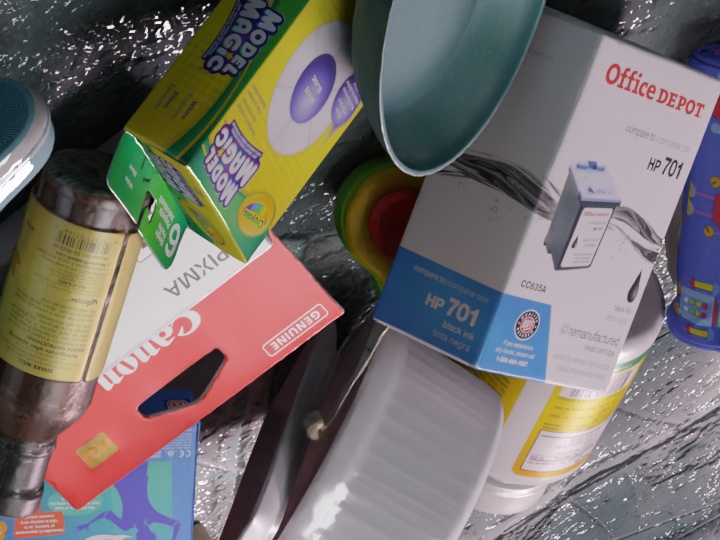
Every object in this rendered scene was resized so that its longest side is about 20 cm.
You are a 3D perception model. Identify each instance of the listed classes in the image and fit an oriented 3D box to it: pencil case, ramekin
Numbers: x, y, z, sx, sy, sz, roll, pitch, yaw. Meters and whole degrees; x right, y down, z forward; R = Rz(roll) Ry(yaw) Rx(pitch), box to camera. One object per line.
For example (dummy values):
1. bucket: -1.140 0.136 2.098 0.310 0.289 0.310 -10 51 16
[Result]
1. pencil case: 0.236 -0.050 1.752 0.078 0.087 0.201 5 112 6
2. ramekin: 0.006 0.134 1.740 0.201 0.097 0.201 -60 -173 12

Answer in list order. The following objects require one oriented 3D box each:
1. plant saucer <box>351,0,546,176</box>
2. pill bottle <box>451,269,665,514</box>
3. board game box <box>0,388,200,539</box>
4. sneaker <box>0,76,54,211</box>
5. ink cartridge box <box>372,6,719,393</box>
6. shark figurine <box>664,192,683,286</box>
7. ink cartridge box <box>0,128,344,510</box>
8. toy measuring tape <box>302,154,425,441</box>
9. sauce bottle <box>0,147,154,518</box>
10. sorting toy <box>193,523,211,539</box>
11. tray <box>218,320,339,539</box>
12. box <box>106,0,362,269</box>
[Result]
1. plant saucer: 0.045 -0.149 1.443 0.200 0.036 0.201 -47 149 -41
2. pill bottle: 0.116 0.070 1.851 0.112 0.113 0.200 -14 146 -31
3. board game box: -0.175 0.168 1.647 0.151 0.045 0.201 0 115 -12
4. sneaker: -0.208 -0.012 1.414 0.200 0.080 0.130 -32 140 19
5. ink cartridge box: 0.109 -0.042 1.611 0.146 0.086 0.201 12 102 -53
6. shark figurine: 0.290 -0.073 1.835 0.214 0.090 0.128 -21 148 -25
7. ink cartridge box: -0.131 0.033 1.533 0.200 0.045 0.176 -37 120 8
8. toy measuring tape: 0.000 0.000 1.643 0.073 0.073 0.200 21 102 -57
9. sauce bottle: -0.162 0.036 1.463 0.065 0.065 0.201 -2 120 -44
10. sorting toy: -0.172 0.288 1.947 0.198 0.070 0.200 -27 151 -12
11. tray: -0.052 0.119 1.713 0.022 0.200 0.108 25 130 -5
12. box: -0.047 -0.093 1.423 0.200 0.048 0.117 -52 154 -12
